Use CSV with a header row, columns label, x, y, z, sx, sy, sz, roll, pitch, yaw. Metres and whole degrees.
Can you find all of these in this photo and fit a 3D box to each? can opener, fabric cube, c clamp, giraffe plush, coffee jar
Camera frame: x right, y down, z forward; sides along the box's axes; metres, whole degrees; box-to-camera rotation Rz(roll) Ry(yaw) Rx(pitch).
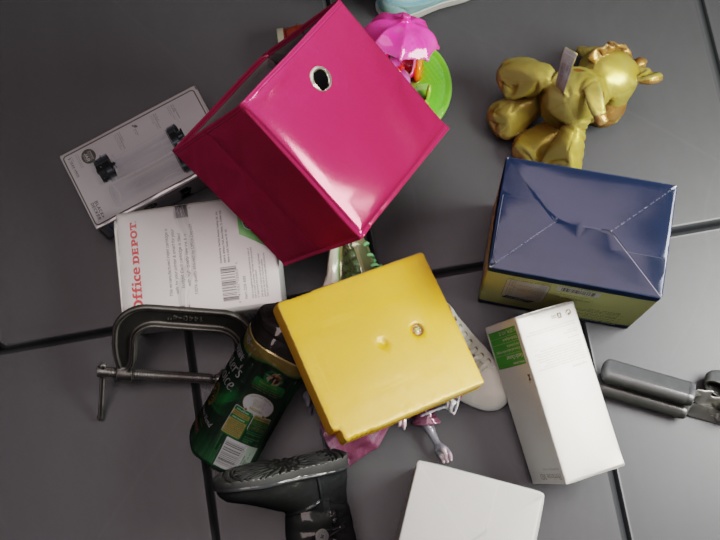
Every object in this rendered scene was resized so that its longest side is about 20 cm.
label,x,y,z,sx,sy,sz,roll,pitch,yaw
can opener,0.394,0.145,1.401,0.199,0.053,0.067,16,46,6
fabric cube,-0.059,-0.154,1.326,0.199,0.200,0.196,47,61,-15
c clamp,-0.231,0.111,1.406,0.199,0.027,0.172,0,121,-5
giraffe plush,0.281,-0.226,1.438,0.162,0.200,0.173,-28,72,-34
coffee jar,-0.125,0.139,1.357,0.085,0.104,0.201,28,100,-15

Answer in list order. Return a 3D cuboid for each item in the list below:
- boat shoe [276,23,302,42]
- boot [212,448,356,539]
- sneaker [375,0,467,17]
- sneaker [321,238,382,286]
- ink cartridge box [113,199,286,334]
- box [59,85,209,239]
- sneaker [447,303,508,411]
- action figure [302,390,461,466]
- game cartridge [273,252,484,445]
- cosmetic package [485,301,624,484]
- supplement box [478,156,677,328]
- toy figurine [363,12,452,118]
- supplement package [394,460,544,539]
label,x,y,z,sx,sy,sz,roll,pitch,yaw
boat shoe,-0.067,-0.232,1.487,0.062,0.071,0.201,-8,73,-2
boot,-0.081,0.323,1.323,0.164,0.066,0.201,-7,98,-15
sneaker,0.113,-0.395,1.507,0.199,0.082,0.074,-31,79,-5
sneaker,0.000,0.000,1.433,0.088,0.077,0.201,11,86,0
ink cartridge box,-0.200,-0.007,1.432,0.199,0.084,0.147,-7,78,0
box,-0.272,-0.140,1.477,0.199,0.060,0.117,-30,78,-4
sneaker,0.108,0.094,1.399,0.073,0.085,0.200,-44,81,-9
action figure,0.039,0.161,1.389,0.199,0.134,0.149,-20,51,1
game cartridge,0.021,0.088,1.308,0.199,0.032,0.177,-19,76,-23
cosmetic package,0.230,0.148,1.352,0.084,0.108,0.201,-14,82,-16
supplement box,0.252,-0.027,1.359,0.199,0.200,0.135,11,78,4
toy figurine,0.039,-0.239,1.423,0.149,0.184,0.201,11,79,4
supplement package,0.109,0.329,1.287,0.146,0.200,0.192,14,79,5
